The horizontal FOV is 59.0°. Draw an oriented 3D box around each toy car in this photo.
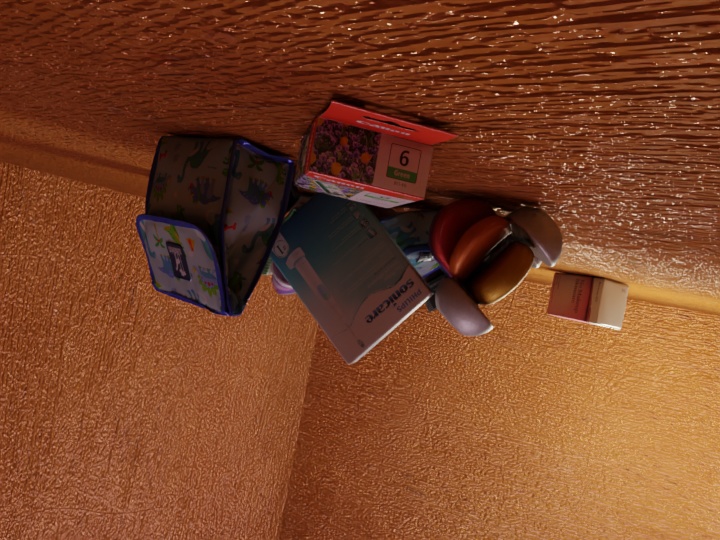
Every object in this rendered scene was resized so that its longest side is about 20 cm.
[{"bbox_3d":[0.152,-0.022,0.828,0.150,0.175,0.200,45,-178,3],"label":"toy car"}]

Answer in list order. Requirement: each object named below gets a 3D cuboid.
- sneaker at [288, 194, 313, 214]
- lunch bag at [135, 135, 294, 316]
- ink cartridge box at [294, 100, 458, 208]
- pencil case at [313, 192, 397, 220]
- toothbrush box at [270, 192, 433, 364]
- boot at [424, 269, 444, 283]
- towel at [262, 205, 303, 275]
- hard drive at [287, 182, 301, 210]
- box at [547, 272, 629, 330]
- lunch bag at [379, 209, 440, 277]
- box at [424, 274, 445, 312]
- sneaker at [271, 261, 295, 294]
[{"bbox_3d":[-0.085,-0.098,1.261,0.074,0.084,0.199,9,180,26],"label":"sneaker"},{"bbox_3d":[-0.191,-0.058,0.799,0.167,0.207,0.126,12,-179,40],"label":"lunch bag"},{"bbox_3d":[0.003,-0.095,0.565,0.105,0.052,0.200,12,-179,-12],"label":"ink cartridge box"},{"bbox_3d":[-0.007,-0.079,1.054,0.085,0.091,0.198,11,-178,29],"label":"pencil case"},{"bbox_3d":[-0.015,-0.002,0.861,0.202,0.146,0.085,51,-173,8],"label":"toothbrush box"},{"bbox_3d":[0.147,-0.007,1.181,0.162,0.074,0.200,-10,161,-34],"label":"boot"},{"bbox_3d":[-0.116,-0.046,1.113,0.023,0.153,0.200,44,-172,13],"label":"towel"},{"bbox_3d":[-0.142,-0.082,0.961,0.042,0.135,0.200,42,178,-7],"label":"hard drive"},{"bbox_3d":[0.656,0.086,1.846,0.106,0.133,0.198,12,179,-27],"label":"box"},{"bbox_3d":[0.058,-0.021,1.013,0.158,0.085,0.198,-6,160,-46],"label":"lunch bag"},{"bbox_3d":[0.196,0.003,1.090,0.196,0.045,0.160,-31,174,6],"label":"box"},{"bbox_3d":[-0.080,-0.015,1.110,0.197,0.082,0.089,-27,166,-34],"label":"sneaker"}]
